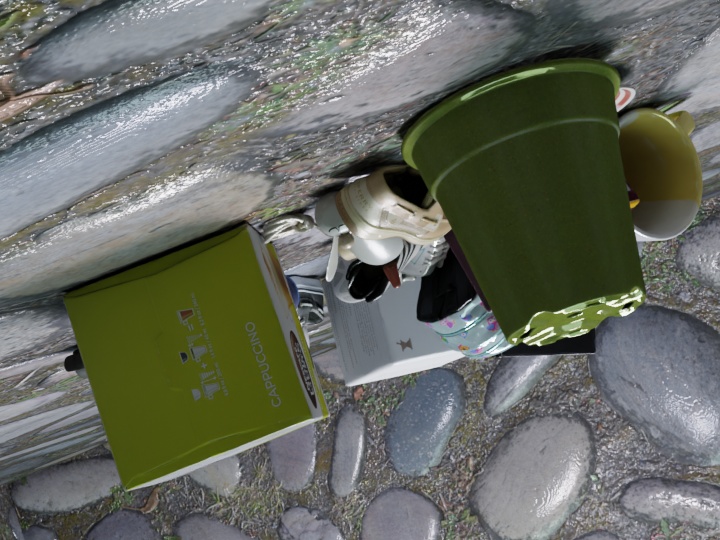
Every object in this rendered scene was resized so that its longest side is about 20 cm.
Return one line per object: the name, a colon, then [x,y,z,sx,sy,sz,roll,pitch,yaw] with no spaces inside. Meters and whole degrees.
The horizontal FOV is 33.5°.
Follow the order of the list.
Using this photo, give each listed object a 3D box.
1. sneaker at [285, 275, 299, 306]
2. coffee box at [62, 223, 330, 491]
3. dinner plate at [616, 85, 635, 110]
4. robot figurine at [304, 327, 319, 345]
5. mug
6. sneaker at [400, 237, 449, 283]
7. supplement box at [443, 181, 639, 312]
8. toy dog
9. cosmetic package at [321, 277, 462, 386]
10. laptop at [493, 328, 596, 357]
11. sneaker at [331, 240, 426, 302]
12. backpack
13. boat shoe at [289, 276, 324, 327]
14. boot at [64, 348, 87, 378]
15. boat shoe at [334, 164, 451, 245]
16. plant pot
sneaker: [-0.135,0.039,1.461,0.082,0.075,0.199,-16,180,-45]
coffee box: [-0.159,0.091,1.222,0.198,0.202,0.198,-20,173,1]
dinner plate: [0.167,-0.140,1.148,0.198,0.025,0.200,-22,174,-2]
robot figurine: [-0.159,0.118,1.819,0.198,0.115,0.169,-16,-168,-36]
mug: [0.311,-0.101,1.416,0.184,0.152,0.153,-9,176,-30]
sneaker: [0.086,-0.041,1.457,0.070,0.081,0.200,-15,170,-29]
supplement box: [0.196,-0.058,1.327,0.085,0.111,0.200,-13,156,-43]
toy dog: [0.004,-0.027,1.232,0.131,0.097,0.199,-26,172,35]
cosmetic package: [0.064,0.057,1.710,0.164,0.170,0.200,-9,170,-22]
laptop: [0.226,0.024,1.688,0.114,0.190,0.200,-2,179,-22]
sneaker: [0.000,0.000,1.394,0.115,0.076,0.200,-43,180,-40]
backpack: [0.151,0.008,1.520,0.166,0.126,0.202,-31,-149,43]
boat shoe: [-0.096,0.051,1.660,0.071,0.072,0.199,-23,172,25]
boot: [-0.292,0.112,1.589,0.137,0.078,0.200,-18,161,10]
boat shoe: [0.055,-0.069,1.159,0.064,0.072,0.199,-36,168,30]
plant pot: [0.152,-0.044,1.007,0.197,0.192,0.200,-14,164,-4]
